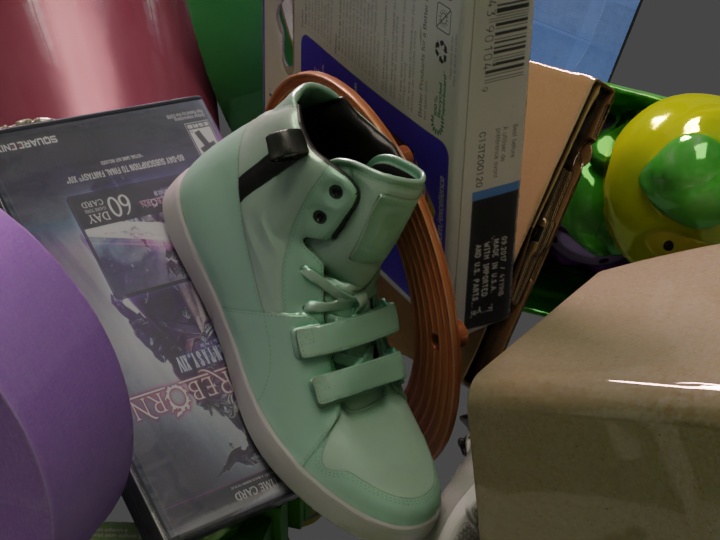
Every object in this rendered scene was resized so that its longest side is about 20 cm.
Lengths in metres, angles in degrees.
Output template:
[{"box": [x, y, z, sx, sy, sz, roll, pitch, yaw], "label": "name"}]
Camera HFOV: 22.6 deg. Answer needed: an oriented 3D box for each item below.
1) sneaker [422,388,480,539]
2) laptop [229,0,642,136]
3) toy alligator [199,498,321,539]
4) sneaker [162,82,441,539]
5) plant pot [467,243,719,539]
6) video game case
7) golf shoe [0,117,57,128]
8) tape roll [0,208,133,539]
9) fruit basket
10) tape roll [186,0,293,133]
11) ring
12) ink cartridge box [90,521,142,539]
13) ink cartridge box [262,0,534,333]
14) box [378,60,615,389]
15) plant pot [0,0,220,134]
[{"box": [0.079, 0.090, 0.886, 0.082, 0.075, 0.200, 2, 29, 36], "label": "sneaker"}, {"box": [0.049, -0.135, 1.127, 0.187, 0.116, 0.200, 26, 44, 31], "label": "laptop"}, {"box": [-0.061, 0.117, 0.839, 0.054, 0.060, 0.200, 15, 39, 19], "label": "toy alligator"}, {"box": [-0.005, 0.017, 0.783, 0.074, 0.118, 0.201, -21, 76, -47], "label": "sneaker"}, {"box": [0.156, 0.094, 0.761, 0.176, 0.201, 0.200, 7, 26, 32], "label": "plant pot"}, {"box": [-0.083, 0.017, 0.817, 0.142, 0.019, 0.201, -16, 73, -47], "label": "video game case"}, {"box": [-0.195, 0.000, 0.898, 0.078, 0.200, 0.097, 41, 15, -2], "label": "golf shoe"}, {"box": [-0.194, 0.054, 0.728, 0.199, 0.201, 0.066, 15, 37, 18], "label": "tape roll"}, {"box": [0.168, -0.027, 0.932, 0.214, 0.156, 0.216, 11, 22, -4], "label": "fruit basket"}, {"box": [-0.058, -0.168, 1.057, 0.048, 0.201, 0.201, -11, 35, 11], "label": "tape roll"}, {"box": [0.000, 0.000, 0.877, 0.019, 0.201, 0.200, -18, 41, -24], "label": "ring"}, {"box": [-0.163, 0.188, 0.755, 0.145, 0.048, 0.200, 2, 35, 1], "label": "ink cartridge box"}, {"box": [0.011, -0.100, 0.869, 0.043, 0.199, 0.200, -15, 33, -26], "label": "ink cartridge box"}, {"box": [0.033, -0.040, 0.945, 0.021, 0.164, 0.200, 22, 1, -38], "label": "box"}, {"box": [-0.161, -0.096, 1.028, 0.199, 0.201, 0.180, -12, 54, -16], "label": "plant pot"}]
